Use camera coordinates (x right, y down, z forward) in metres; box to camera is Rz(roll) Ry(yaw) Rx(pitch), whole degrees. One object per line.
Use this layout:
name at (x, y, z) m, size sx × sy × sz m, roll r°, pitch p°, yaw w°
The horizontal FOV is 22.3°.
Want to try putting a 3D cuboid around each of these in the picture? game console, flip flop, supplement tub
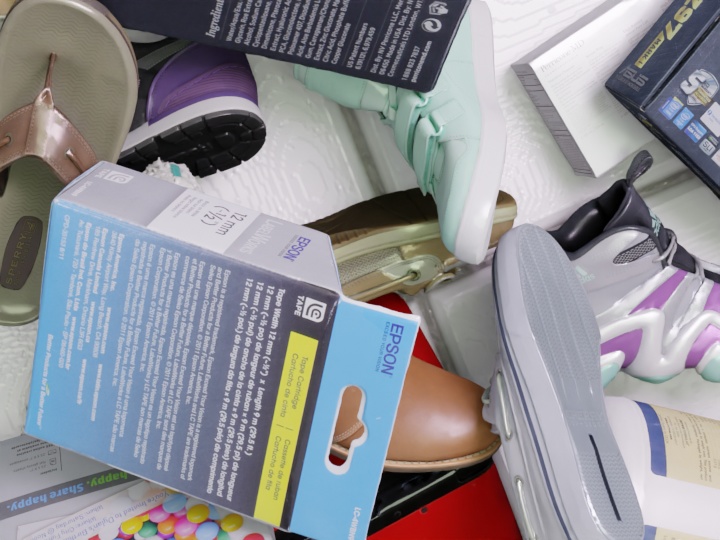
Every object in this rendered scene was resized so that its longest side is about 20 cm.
game console at (-0.021, 0.143, 1.111) m, size 0.199 × 0.119 × 0.173 m, roll -27°, pitch 128°, yaw -6°
flip flop at (-0.172, -0.054, 0.978) m, size 0.080 × 0.058 × 0.202 m, roll 16°, pitch 113°, yaw -11°
supplement tub at (0.217, 0.164, 1.085) m, size 0.198 × 0.144 × 0.146 m, roll 13°, pitch 92°, yaw -9°

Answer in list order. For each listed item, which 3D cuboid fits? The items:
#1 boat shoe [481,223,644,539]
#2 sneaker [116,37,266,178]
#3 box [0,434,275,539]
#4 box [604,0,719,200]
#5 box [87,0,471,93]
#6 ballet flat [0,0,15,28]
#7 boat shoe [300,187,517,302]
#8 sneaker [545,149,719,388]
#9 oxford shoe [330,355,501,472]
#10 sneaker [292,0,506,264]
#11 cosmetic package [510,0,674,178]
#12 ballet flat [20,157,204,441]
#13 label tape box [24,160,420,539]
boat shoe at (0.096, 0.073, 1.016) m, size 0.073 × 0.067 × 0.202 m, roll 18°, pitch 52°, yaw -42°
sneaker at (-0.155, -0.085, 1.060) m, size 0.198 × 0.076 × 0.088 m, roll -16°, pitch 63°, yaw 3°
box at (-0.122, 0.157, 0.994) m, size 0.154 × 0.201 × 0.041 m, roll -15°, pitch 133°, yaw 0°
box at (0.262, -0.107, 1.081) m, size 0.200 × 0.051 × 0.158 m, roll 39°, pitch 93°, yaw -32°
box at (-0.035, -0.225, 0.991) m, size 0.198 × 0.118 × 0.198 m, roll 10°, pitch 57°, yaw -9°
ballet flat at (-0.208, -0.165, 1.038) m, size 0.198 × 0.062 × 0.068 m, roll -10°, pitch 96°, yaw -9°
boat shoe at (0.000, 0.001, 1.080) m, size 0.199 × 0.073 × 0.064 m, roll -17°, pitch 108°, yaw -6°
sneaker at (0.185, -0.006, 1.089) m, size 0.198 × 0.078 × 0.141 m, roll -9°, pitch 110°, yaw -9°
oxford shoe at (-0.003, 0.060, 1.025) m, size 0.198 × 0.071 × 0.072 m, roll 17°, pitch 50°, yaw -14°
sneaker at (0.019, -0.082, 1.034) m, size 0.117 × 0.202 × 0.074 m, roll 4°, pitch 135°, yaw -7°
cosmetic package at (0.196, -0.146, 1.109) m, size 0.199 × 0.051 × 0.083 m, roll -34°, pitch 102°, yaw -6°
ballet flat at (-0.138, 0.019, 1.051) m, size 0.071 × 0.072 × 0.201 m, roll 28°, pitch 119°, yaw -9°
label tape box at (-0.069, 0.045, 0.956) m, size 0.198 × 0.066 × 0.145 m, roll 18°, pitch 117°, yaw 10°
